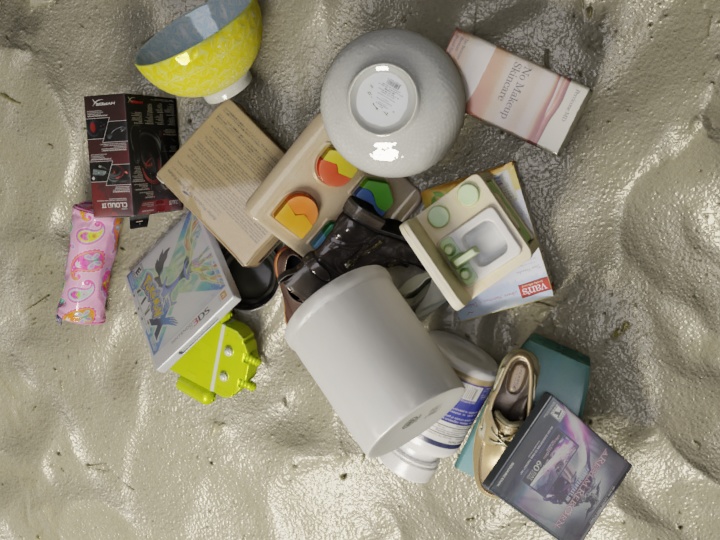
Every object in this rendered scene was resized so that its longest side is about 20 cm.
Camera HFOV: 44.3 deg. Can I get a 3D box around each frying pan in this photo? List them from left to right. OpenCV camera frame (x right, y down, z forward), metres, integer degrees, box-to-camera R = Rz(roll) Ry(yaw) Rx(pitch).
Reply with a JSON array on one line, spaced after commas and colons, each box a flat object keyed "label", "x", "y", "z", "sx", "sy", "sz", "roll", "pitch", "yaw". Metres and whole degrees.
[{"label": "frying pan", "x": -0.182, "y": -0.031, "z": 1.386, "sx": 0.114, "sy": 0.031, "sz": 0.191, "roll": -11, "pitch": 84, "yaw": 13}]

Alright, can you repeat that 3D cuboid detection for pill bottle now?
[{"label": "pill bottle", "x": 0.107, "y": 0.200, "z": 1.285, "sx": 0.119, "sy": 0.120, "sz": 0.201, "roll": 29, "pitch": 105, "yaw": 11}]

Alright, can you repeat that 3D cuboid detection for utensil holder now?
[{"label": "utensil holder", "x": 0.019, "y": 0.123, "z": 1.176, "sx": 0.170, "sy": 0.170, "sz": 0.200, "roll": -42, "pitch": 67, "yaw": 18}]

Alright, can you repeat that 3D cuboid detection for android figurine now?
[{"label": "android figurine", "x": -0.242, "y": 0.126, "z": 1.405, "sx": 0.199, "sy": 0.041, "sz": 0.183, "roll": 25, "pitch": 114, "yaw": 21}]

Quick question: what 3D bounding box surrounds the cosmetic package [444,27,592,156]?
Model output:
[{"label": "cosmetic package", "x": 0.204, "y": -0.243, "z": 1.209, "sx": 0.199, "sy": 0.087, "sz": 0.104, "roll": 26, "pitch": 103, "yaw": 12}]

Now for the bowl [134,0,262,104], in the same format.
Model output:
[{"label": "bowl", "x": -0.218, "y": -0.312, "z": 1.298, "sx": 0.199, "sy": 0.201, "sz": 0.108, "roll": -19, "pitch": 123, "yaw": 18}]

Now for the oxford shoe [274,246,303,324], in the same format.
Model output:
[{"label": "oxford shoe", "x": -0.083, "y": 0.062, "z": 1.335, "sx": 0.071, "sy": 0.073, "sz": 0.201, "roll": -22, "pitch": 98, "yaw": -6}]

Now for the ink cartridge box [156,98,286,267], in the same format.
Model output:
[{"label": "ink cartridge box", "x": -0.178, "y": -0.131, "z": 1.334, "sx": 0.165, "sy": 0.075, "sz": 0.200, "roll": -45, "pitch": 83, "yaw": 6}]

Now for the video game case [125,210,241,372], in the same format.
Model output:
[{"label": "video game case", "x": -0.281, "y": 0.027, "z": 1.378, "sx": 0.182, "sy": 0.022, "sz": 0.200, "roll": -42, "pitch": 52, "yaw": 18}]

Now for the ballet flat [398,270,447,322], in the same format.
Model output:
[{"label": "ballet flat", "x": 0.068, "y": 0.053, "z": 1.285, "sx": 0.069, "sy": 0.069, "sz": 0.200, "roll": 47, "pitch": 123, "yaw": 6}]

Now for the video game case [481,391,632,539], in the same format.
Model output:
[{"label": "video game case", "x": 0.261, "y": 0.266, "z": 1.151, "sx": 0.200, "sy": 0.019, "sz": 0.143, "roll": 40, "pitch": 83, "yaw": -29}]

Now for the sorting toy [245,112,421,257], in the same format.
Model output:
[{"label": "sorting toy", "x": -0.036, "y": -0.098, "z": 1.275, "sx": 0.200, "sy": 0.036, "sz": 0.185, "roll": 38, "pitch": 96, "yaw": -20}]

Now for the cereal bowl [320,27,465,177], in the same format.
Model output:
[{"label": "cereal bowl", "x": 0.036, "y": -0.222, "z": 1.169, "sx": 0.199, "sy": 0.083, "sz": 0.201, "roll": 2, "pitch": 97, "yaw": 14}]

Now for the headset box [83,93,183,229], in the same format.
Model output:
[{"label": "headset box", "x": -0.344, "y": -0.165, "z": 1.355, "sx": 0.075, "sy": 0.149, "sz": 0.201, "roll": 0, "pitch": 98, "yaw": 19}]

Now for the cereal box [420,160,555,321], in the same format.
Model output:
[{"label": "cereal box", "x": 0.183, "y": -0.040, "z": 1.269, "sx": 0.143, "sy": 0.040, "sz": 0.201, "roll": -16, "pitch": 94, "yaw": 19}]

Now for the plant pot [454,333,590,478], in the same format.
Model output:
[{"label": "plant pot", "x": 0.243, "y": 0.200, "z": 1.236, "sx": 0.141, "sy": 0.141, "sz": 0.201, "roll": 24, "pitch": 99, "yaw": 12}]

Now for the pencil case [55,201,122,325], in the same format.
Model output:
[{"label": "pencil case", "x": -0.445, "y": -0.010, "z": 1.443, "sx": 0.087, "sy": 0.087, "sz": 0.201, "roll": 17, "pitch": 104, "yaw": 14}]

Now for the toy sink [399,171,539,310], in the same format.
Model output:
[{"label": "toy sink", "x": 0.151, "y": -0.047, "z": 1.152, "sx": 0.112, "sy": 0.200, "sz": 0.131, "roll": -36, "pitch": 86, "yaw": 19}]

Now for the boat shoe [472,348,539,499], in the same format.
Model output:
[{"label": "boat shoe", "x": 0.188, "y": 0.201, "z": 1.149, "sx": 0.072, "sy": 0.065, "sz": 0.201, "roll": 15, "pitch": 91, "yaw": 13}]

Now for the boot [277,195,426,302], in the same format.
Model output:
[{"label": "boot", "x": 0.000, "y": 0.000, "z": 1.278, "sx": 0.200, "sy": 0.069, "sz": 0.174, "roll": 30, "pitch": 105, "yaw": -25}]
